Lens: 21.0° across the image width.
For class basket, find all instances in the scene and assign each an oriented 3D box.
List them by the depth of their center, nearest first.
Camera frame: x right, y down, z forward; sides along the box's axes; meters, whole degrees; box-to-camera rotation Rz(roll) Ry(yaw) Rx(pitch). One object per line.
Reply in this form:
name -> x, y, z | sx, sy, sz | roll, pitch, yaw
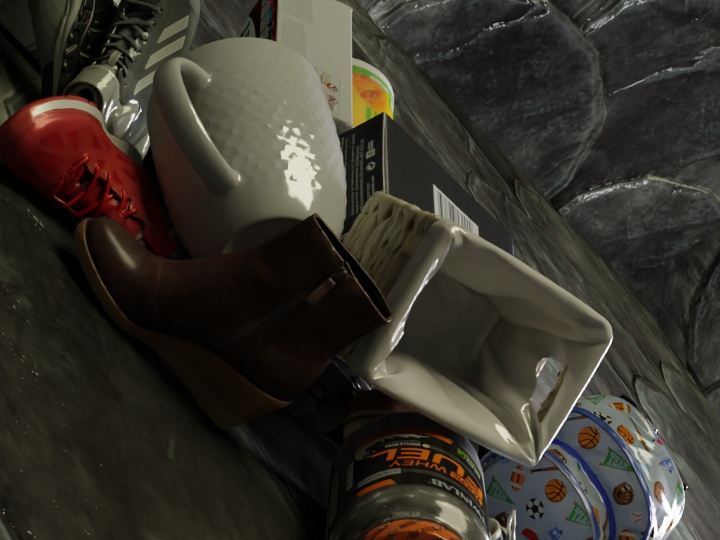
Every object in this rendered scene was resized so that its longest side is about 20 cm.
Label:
basket -> 0.072, 0.042, 1.501 | 0.200, 0.136, 0.123 | 31, 1, -35

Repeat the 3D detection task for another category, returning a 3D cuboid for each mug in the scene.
mug -> -0.096, -0.084, 1.492 | 0.200, 0.147, 0.176 | 48, 18, -44

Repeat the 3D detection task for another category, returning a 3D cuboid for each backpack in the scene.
backpack -> 0.200, 0.213, 1.824 | 0.200, 0.190, 0.154 | 53, 28, 11

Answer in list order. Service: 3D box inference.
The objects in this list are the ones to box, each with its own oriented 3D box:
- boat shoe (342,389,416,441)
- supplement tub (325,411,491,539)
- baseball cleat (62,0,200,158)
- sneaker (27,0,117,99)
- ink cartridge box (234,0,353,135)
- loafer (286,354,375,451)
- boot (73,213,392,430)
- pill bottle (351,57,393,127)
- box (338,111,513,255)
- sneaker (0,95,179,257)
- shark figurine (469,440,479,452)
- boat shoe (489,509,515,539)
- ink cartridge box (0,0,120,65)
boat shoe -> 0.039, 0.128, 1.605 | 0.200, 0.072, 0.068 | 40, 49, -60
supplement tub -> 0.035, 0.193, 1.429 | 0.123, 0.122, 0.200 | 48, 12, -13
baseball cleat -> -0.188, -0.175, 1.589 | 0.070, 0.201, 0.106 | 14, 3, 20
sneaker -> -0.249, -0.226, 1.625 | 0.074, 0.079, 0.201 | 4, 88, -64
ink cartridge box -> -0.084, -0.139, 1.754 | 0.084, 0.176, 0.200 | 24, 34, -19
loafer -> -0.013, 0.116, 1.626 | 0.200, 0.072, 0.063 | 43, 24, -45
boot -> -0.093, 0.004, 1.408 | 0.200, 0.166, 0.072 | 50, 21, -7
pill bottle -> -0.027, -0.098, 1.857 | 0.111, 0.111, 0.200 | 41, 39, -37
box -> 0.000, 0.000, 1.651 | 0.200, 0.196, 0.124 | 42, 34, -38
sneaker -> -0.192, -0.057, 1.463 | 0.116, 0.078, 0.200 | 53, 13, 21
shark figurine -> 0.152, 0.168, 2.038 | 0.214, 0.089, 0.128 | 43, 15, -24
boat shoe -> 0.103, 0.238, 1.633 | 0.202, 0.086, 0.075 | 46, 13, -19
ink cartridge box -> -0.248, -0.221, 1.740 | 0.200, 0.084, 0.146 | 47, 12, -14
